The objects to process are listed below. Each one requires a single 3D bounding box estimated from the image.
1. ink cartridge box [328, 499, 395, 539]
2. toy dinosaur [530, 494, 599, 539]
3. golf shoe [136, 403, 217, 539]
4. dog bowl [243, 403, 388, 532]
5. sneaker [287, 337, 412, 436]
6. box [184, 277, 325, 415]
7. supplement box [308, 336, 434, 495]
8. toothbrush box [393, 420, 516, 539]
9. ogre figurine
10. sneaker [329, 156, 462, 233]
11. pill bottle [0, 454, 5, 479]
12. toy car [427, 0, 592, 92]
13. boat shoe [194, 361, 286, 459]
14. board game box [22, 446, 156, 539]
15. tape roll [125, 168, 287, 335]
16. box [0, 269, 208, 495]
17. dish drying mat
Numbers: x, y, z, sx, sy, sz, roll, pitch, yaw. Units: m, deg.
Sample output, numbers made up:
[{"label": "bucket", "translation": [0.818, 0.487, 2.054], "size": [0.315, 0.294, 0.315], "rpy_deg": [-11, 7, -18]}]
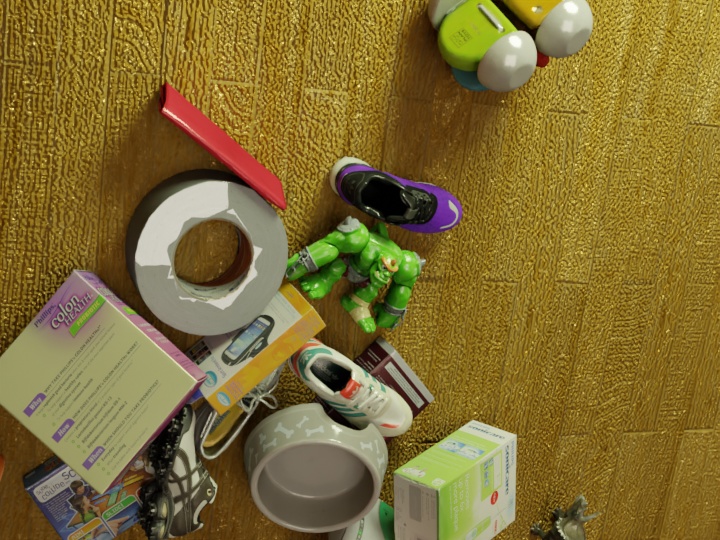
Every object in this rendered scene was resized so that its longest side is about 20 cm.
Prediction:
[{"label": "ink cartridge box", "translation": [0.021, 0.416, 1.578], "size": [0.050, 0.201, 0.161], "rpy_deg": [-35, 122, 24]}, {"label": "toy dinosaur", "translation": [0.331, 0.445, 1.769], "size": [0.076, 0.102, 0.203], "rpy_deg": [-20, 113, -15]}, {"label": "golf shoe", "translation": [-0.229, 0.257, 1.449], "size": [0.093, 0.078, 0.202], "rpy_deg": [3, 116, -28]}, {"label": "dog bowl", "translation": [-0.060, 0.271, 1.491], "size": [0.197, 0.059, 0.202], "rpy_deg": [-1, 127, -1]}, {"label": "sneaker", "translation": [-0.009, 0.164, 1.473], "size": [0.199, 0.093, 0.071], "rpy_deg": [38, 88, -14]}, {"label": "box", "translation": [-0.149, 0.100, 1.439], "size": [0.200, 0.119, 0.042], "rpy_deg": [-41, 123, -5]}, {"label": "supplement box", "translation": [-0.005, 0.204, 1.568], "size": [0.200, 0.061, 0.109], "rpy_deg": [-42, 118, -6]}, {"label": "toothbrush box", "translation": [0.139, 0.328, 1.614], "size": [0.199, 0.085, 0.148], "rpy_deg": [-23, 118, -48]}, {"label": "ogre figurine", "translation": [0.000, 0.000, 1.489], "size": [0.199, 0.098, 0.120], "rpy_deg": [36, 110, -13]}, {"label": "sneaker", "translation": [0.058, -0.084, 1.476], "size": [0.198, 0.100, 0.070], "rpy_deg": [16, 103, -26]}, {"label": "pill bottle", "translation": [-0.528, 0.217, 1.325], "size": [0.199, 0.106, 0.107], "rpy_deg": [29, 95, -28]}, {"label": "toy car", "translation": [0.191, -0.307, 1.445], "size": [0.199, 0.176, 0.151], "rpy_deg": [-32, 153, -11]}, {"label": "boat shoe", "translation": [-0.154, 0.165, 1.478], "size": [0.074, 0.086, 0.203], "rpy_deg": [40, 90, -29]}, {"label": "board game box", "translation": [-0.323, 0.272, 1.469], "size": [0.199, 0.034, 0.136], "rpy_deg": [-32, 117, -11]}, {"label": "tape roll", "translation": [-0.194, -0.023, 1.410], "size": [0.197, 0.066, 0.203], "rpy_deg": [-7, 110, -20]}, {"label": "box", "translation": [-0.318, 0.132, 1.345], "size": [0.200, 0.097, 0.176], "rpy_deg": [41, 89, 0]}, {"label": "dish drying mat", "translation": [-0.169, -0.150, 1.374], "size": [0.018, 0.077, 0.200], "rpy_deg": [-42, 119, 14]}]
